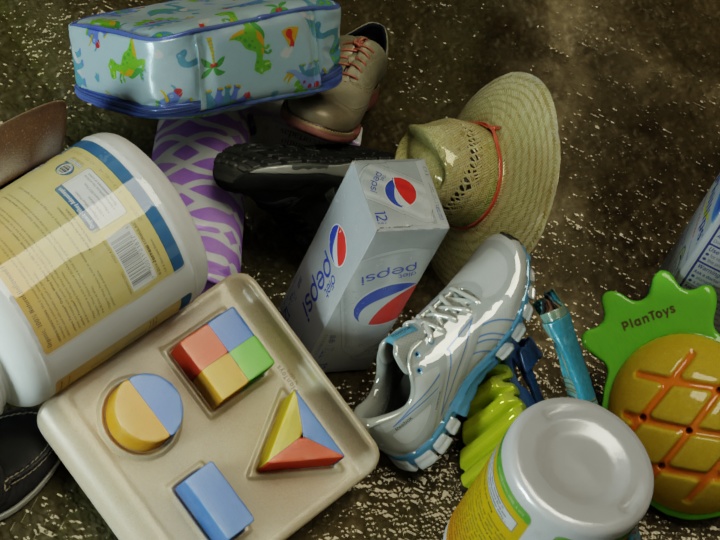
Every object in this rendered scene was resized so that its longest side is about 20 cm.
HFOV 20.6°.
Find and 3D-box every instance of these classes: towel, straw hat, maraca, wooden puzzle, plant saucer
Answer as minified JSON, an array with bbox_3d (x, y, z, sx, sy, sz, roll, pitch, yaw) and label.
[{"bbox_3d":[0.173,0.117,1.506,0.022,0.147,0.201,-18,93,3],"label":"towel"},{"bbox_3d":[0.074,-0.083,1.615,0.085,0.201,0.202,17,48,-29],"label":"straw hat"},{"bbox_3d":[0.256,0.102,1.589,0.137,0.107,0.201,-22,89,7],"label":"maraca"},{"bbox_3d":[-0.106,0.120,1.453,0.200,0.046,0.185,-35,87,-25],"label":"wooden puzzle"},{"bbox_3d":[-0.294,-0.056,1.476,0.200,0.200,0.037,-34,90,-36],"label":"plant saucer"}]

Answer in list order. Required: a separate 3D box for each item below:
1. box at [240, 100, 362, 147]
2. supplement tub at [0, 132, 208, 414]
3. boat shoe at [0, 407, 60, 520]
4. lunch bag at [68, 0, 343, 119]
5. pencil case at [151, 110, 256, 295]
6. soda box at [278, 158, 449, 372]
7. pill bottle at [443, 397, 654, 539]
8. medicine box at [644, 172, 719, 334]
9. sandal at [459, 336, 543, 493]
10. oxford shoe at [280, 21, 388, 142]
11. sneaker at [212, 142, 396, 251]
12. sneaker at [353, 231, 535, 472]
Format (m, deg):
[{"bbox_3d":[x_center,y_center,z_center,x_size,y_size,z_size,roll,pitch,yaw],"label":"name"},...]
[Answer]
[{"bbox_3d":[-0.098,-0.132,1.692,0.199,0.039,0.041,18,26,-7],"label":"box"},{"bbox_3d":[-0.226,0.007,1.421,0.200,0.145,0.145,-34,71,-23],"label":"supplement tub"},{"bbox_3d":[-0.292,0.145,1.401,0.200,0.060,0.074,-24,65,-33],"label":"boat shoe"},{"bbox_3d":[-0.124,-0.178,1.594,0.200,0.083,0.161,-17,23,-36],"label":"lunch bag"},{"bbox_3d":[-0.133,-0.045,1.591,0.084,0.086,0.200,4,52,-1],"label":"pencil case"},{"bbox_3d":[0.000,0.000,1.530,0.063,0.200,0.068,-3,56,-24],"label":"soda box"},{"bbox_3d":[0.124,0.189,1.433,0.111,0.200,0.111,10,51,-13],"label":"pill bottle"},{"bbox_3d":[0.346,0.024,1.637,0.182,0.200,0.103,26,45,0],"label":"medicine box"},{"bbox_3d":[0.121,0.115,1.573,0.087,0.079,0.201,18,53,-43],"label":"sandal"},{"bbox_3d":[-0.019,-0.165,1.683,0.070,0.075,0.200,22,23,0],"label":"oxford shoe"},{"bbox_3d":[-0.041,-0.054,1.599,0.076,0.088,0.200,17,13,39],"label":"sneaker"},{"bbox_3d":[0.061,0.054,1.522,0.087,0.075,0.200,33,84,-42],"label":"sneaker"}]
